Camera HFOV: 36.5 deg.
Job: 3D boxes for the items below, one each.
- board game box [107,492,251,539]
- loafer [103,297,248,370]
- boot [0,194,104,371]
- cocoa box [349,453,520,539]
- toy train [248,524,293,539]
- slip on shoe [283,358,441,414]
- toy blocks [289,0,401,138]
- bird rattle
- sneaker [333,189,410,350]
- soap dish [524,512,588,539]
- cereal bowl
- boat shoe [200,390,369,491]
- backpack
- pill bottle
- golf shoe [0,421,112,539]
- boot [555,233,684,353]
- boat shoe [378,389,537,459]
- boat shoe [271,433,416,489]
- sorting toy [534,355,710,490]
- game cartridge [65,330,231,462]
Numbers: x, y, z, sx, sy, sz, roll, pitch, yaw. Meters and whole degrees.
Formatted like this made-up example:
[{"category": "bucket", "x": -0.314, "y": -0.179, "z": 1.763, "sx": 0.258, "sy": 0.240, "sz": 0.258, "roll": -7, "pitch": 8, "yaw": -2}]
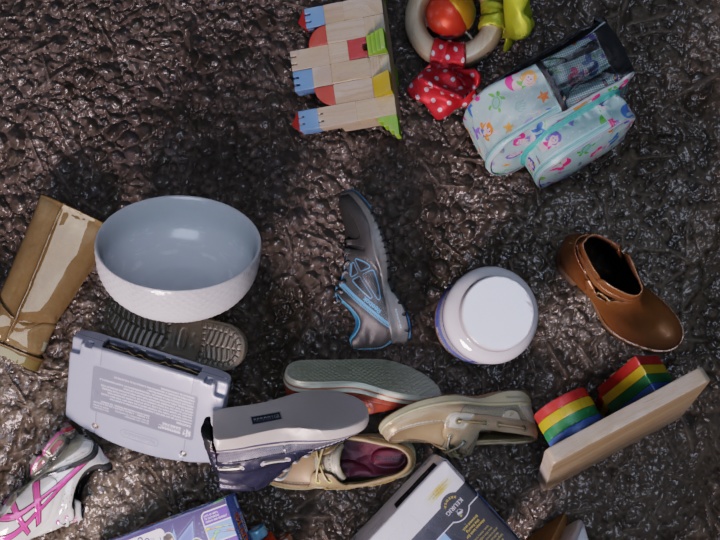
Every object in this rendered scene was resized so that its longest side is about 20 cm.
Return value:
[{"category": "board game box", "x": -0.219, "y": 0.365, "z": 1.307, "sx": 0.198, "sy": 0.034, "sz": 0.137, "roll": -21, "pitch": 85, "yaw": 14}, {"category": "loafer", "x": -0.225, "y": 0.081, "z": 1.348, "sx": 0.197, "sy": 0.068, "sz": 0.077, "roll": 18, "pitch": 85, "yaw": 17}, {"category": "boot", "x": -0.428, "y": 0.000, "z": 1.354, "sx": 0.173, "sy": 0.066, "sz": 0.202, "roll": 25, "pitch": 85, "yaw": -11}, {"category": "cocoa box", "x": 0.071, "y": 0.337, "z": 1.293, "sx": 0.131, "sy": 0.133, "sz": 0.200, "roll": 45, "pitch": 85, "yaw": 2}, {"category": "toy train", "x": -0.064, "y": 0.394, "z": 1.292, "sx": 0.055, "sy": 0.150, "sz": 0.202, "roll": -24, "pitch": 93, "yaw": -15}, {"category": "slip on shoe", "x": 0.002, "y": 0.151, "z": 1.350, "sx": 0.197, "sy": 0.074, "sz": 0.062, "roll": 3, "pitch": 119, "yaw": -7}, {"category": "toy blocks", "x": -0.026, "y": -0.255, "z": 1.376, "sx": 0.135, "sy": 0.100, "sz": 0.203, "roll": -8, "pitch": 85, "yaw": 10}, {"category": "bird rattle", "x": 0.127, "y": -0.303, "z": 1.392, "sx": 0.200, "sy": 0.113, "sz": 0.164, "roll": -42, "pitch": 75, "yaw": 9}, {"category": "sneaker", "x": 0.000, "y": 0.000, "z": 1.354, "sx": 0.081, "sy": 0.073, "sz": 0.203, "roll": -16, "pitch": 85, "yaw": -2}, {"category": "soap dish", "x": 0.232, "y": 0.384, "z": 1.269, "sx": 0.080, "sy": 0.200, "sz": 0.160, "roll": -17, "pitch": 85, "yaw": 16}, {"category": "cereal bowl", "x": -0.218, "y": -0.003, "z": 1.313, "sx": 0.197, "sy": 0.201, "sz": 0.084, "roll": 5, "pitch": 126, "yaw": -1}, {"category": "boat shoe", "x": -0.088, "y": 0.205, "z": 1.296, "sx": 0.197, "sy": 0.075, "sz": 0.094, "roll": -5, "pitch": 126, "yaw": -6}, {"category": "backpack", "x": 0.229, "y": -0.190, "z": 1.326, "sx": 0.198, "sy": 0.178, "sz": 0.152, "roll": -22, "pitch": 80, "yaw": 1}, {"category": "pill bottle", "x": 0.149, "y": 0.054, "z": 1.288, "sx": 0.110, "sy": 0.200, "sz": 0.114, "roll": 0, "pitch": 85, "yaw": -1}, {"category": "golf shoe", "x": -0.384, "y": 0.289, "z": 1.321, "sx": 0.092, "sy": 0.073, "sz": 0.201, "roll": 35, "pitch": 85, "yaw": 1}, {"category": "boot", "x": 0.325, "y": 0.025, "z": 1.316, "sx": 0.077, "sy": 0.155, "sz": 0.200, "roll": -44, "pitch": 87, "yaw": -5}, {"category": "boat shoe", "x": 0.121, "y": 0.191, "z": 1.321, "sx": 0.197, "sy": 0.072, "sz": 0.066, "roll": -4, "pitch": 63, "yaw": -17}, {"category": "boat shoe", "x": -0.029, "y": 0.230, "z": 1.335, "sx": 0.197, "sy": 0.066, "sz": 0.075, "roll": -7, "pitch": 85, "yaw": -1}, {"category": "sorting toy", "x": 0.291, "y": 0.169, "z": 1.288, "sx": 0.198, "sy": 0.199, "sz": 0.070, "roll": -27, "pitch": 70, "yaw": -3}, {"category": "game cartridge", "x": -0.258, "y": 0.158, "z": 1.320, "sx": 0.197, "sy": 0.041, "sz": 0.135, "roll": 16, "pitch": 115, "yaw": 6}]
